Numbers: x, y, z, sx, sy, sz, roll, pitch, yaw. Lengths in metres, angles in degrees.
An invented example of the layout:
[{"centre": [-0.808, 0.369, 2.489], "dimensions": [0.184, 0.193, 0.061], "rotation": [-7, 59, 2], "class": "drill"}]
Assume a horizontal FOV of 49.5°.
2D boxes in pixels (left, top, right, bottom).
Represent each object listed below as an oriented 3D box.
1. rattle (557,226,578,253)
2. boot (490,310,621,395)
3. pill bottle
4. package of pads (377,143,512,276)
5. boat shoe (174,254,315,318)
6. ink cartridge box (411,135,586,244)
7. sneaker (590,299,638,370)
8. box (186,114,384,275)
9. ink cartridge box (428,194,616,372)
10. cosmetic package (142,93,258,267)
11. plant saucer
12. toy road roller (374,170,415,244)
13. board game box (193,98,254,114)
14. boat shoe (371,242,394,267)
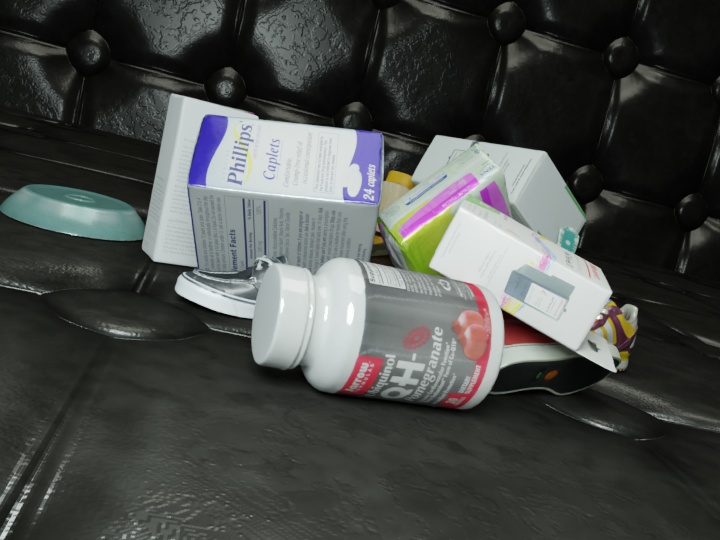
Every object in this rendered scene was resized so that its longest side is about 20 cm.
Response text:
[{"centre": [0.224, 0.028, 0.941], "dimensions": [0.196, 0.133, 0.142], "rotation": [-9, 16, -23], "class": "rattle"}, {"centre": [0.181, 0.057, 0.839], "dimensions": [0.197, 0.073, 0.146], "rotation": [7, 42, -33], "class": "boot"}, {"centre": [0.013, 0.051, 0.660], "dimensions": [0.196, 0.113, 0.111], "rotation": [11, 10, -21], "class": "pill bottle"}, {"centre": [0.111, -0.033, 0.950], "dimensions": [0.068, 0.153, 0.201], "rotation": [51, -6, 37], "class": "package of pads"}, {"centre": [-0.096, 0.015, 0.837], "dimensions": [0.196, 0.069, 0.072], "rotation": [12, 9, -16], "class": "boat shoe"}, {"centre": [0.186, -0.100, 1.073], "dimensions": [0.199, 0.084, 0.146], "rotation": [21, -17, 49], "class": "ink cartridge box"}, {"centre": [0.281, 0.075, 0.996], "dimensions": [0.197, 0.092, 0.074], "rotation": [6, 12, -41], "class": "sneaker"}, {"centre": [-0.082, -0.066, 0.868], "dimensions": [0.196, 0.107, 0.185], "rotation": [5, -34, -4], "class": "box"}, {"centre": [0.171, 0.007, 0.757], "dimensions": [0.198, 0.068, 0.117], "rotation": [30, 16, 5], "class": "ink cartridge box"}, {"centre": [-0.206, -0.110, 0.993], "dimensions": [0.100, 0.204, 0.071], "rotation": [9, 10, -31], "class": "cosmetic package"}, {"centre": [-0.389, -0.084, 1.077], "dimensions": [0.196, 0.037, 0.200], "rotation": [14, 10, -2], "class": "plant saucer"}, {"centre": [0.098, -0.052, 1.203], "dimensions": [0.144, 0.125, 0.200], "rotation": [17, -11, 25], "class": "toy road roller"}, {"centre": [-0.216, -0.139, 1.141], "dimensions": [0.063, 0.204, 0.148], "rotation": [14, 10, 3], "class": "board game box"}, {"centre": [0.000, 0.000, 1.088], "dimensions": [0.198, 0.069, 0.071], "rotation": [-5, 4, 44], "class": "boat shoe"}]
